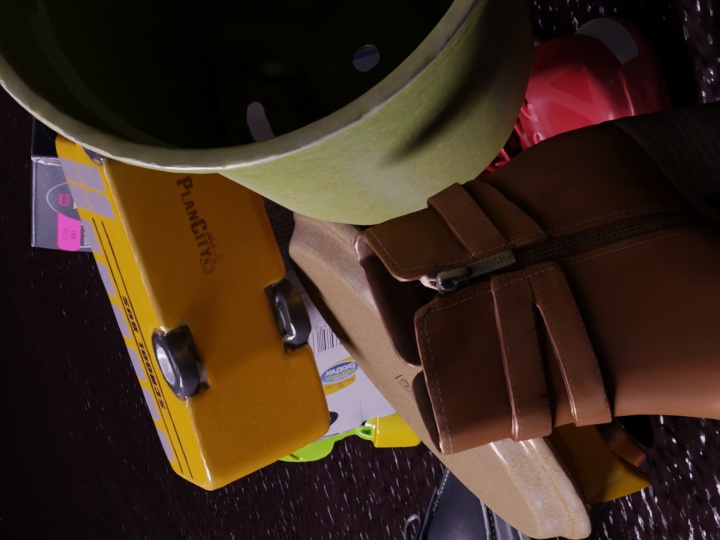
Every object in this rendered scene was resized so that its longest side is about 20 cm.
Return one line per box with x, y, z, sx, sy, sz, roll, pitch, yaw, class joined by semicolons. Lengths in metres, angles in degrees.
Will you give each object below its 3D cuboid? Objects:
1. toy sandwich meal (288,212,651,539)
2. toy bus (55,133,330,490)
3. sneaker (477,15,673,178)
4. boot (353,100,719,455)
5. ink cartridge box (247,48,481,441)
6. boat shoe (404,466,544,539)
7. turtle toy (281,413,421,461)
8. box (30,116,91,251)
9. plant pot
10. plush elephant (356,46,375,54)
0.051;0.034;1.121;0.205;0.070;0.205;48;171;10;toy sandwich meal
-0.076;-0.011;1.134;0.078;0.065;0.201;18;129;66;toy bus
0.045;-0.050;1.064;0.200;0.115;0.079;-175;67;-74;sneaker
0.098;0.029;0.887;0.077;0.154;0.201;94;154;-54;boot
0.000;0.000;1.248;0.077;0.135;0.201;-122;20;-44;ink cartridge box
0.056;0.152;1.375;0.201;0.062;0.075;90;159;-47;boat shoe
-0.033;0.044;1.460;0.200;0.144;0.102;100;169;-62;turtle toy
-0.130;-0.123;1.508;0.122;0.105;0.202;105;168;-65;box
-0.019;-0.104;0.944;0.201;0.199;0.184;66;-171;21;plant pot
-0.080;-0.152;1.222;0.155;0.198;0.166;73;-178;-73;plush elephant
